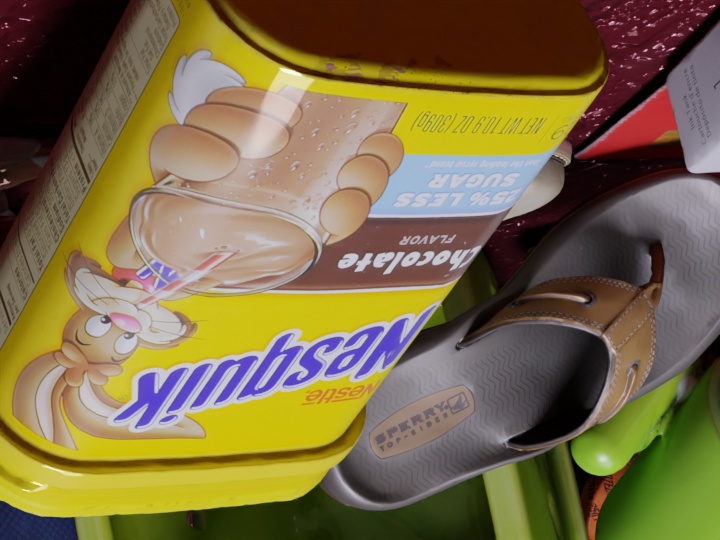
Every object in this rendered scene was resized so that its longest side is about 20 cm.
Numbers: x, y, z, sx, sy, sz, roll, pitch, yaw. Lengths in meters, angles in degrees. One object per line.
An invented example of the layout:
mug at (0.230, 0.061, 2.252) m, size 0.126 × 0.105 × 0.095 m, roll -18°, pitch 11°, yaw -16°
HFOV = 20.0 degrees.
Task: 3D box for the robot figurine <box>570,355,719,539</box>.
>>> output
robot figurine at (0.177, 0.097, 0.863) m, size 0.116 × 0.175 × 0.200 m, roll -42°, pitch 168°, yaw -53°

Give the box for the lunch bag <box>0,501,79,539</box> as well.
lunch bag at (-0.200, 0.132, 0.899) m, size 0.132 × 0.200 × 0.136 m, roll -19°, pitch 165°, yaw 36°

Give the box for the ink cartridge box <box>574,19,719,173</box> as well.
ink cartridge box at (0.207, -0.061, 0.773) m, size 0.200 × 0.045 × 0.176 m, roll -3°, pitch 160°, yaw -20°

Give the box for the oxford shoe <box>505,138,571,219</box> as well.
oxford shoe at (0.000, 0.000, 0.801) m, size 0.200 × 0.074 × 0.071 m, roll -22°, pitch 157°, yaw 34°

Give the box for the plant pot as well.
plant pot at (-0.001, 0.103, 0.932) m, size 0.199 × 0.200 × 0.181 m, roll -16°, pitch 168°, yaw 18°

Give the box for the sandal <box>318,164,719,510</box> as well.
sandal at (0.071, 0.031, 0.790) m, size 0.200 × 0.082 × 0.055 m, roll -27°, pitch -167°, yaw -9°

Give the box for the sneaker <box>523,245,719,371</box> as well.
sneaker at (0.154, 0.035, 0.937) m, size 0.200 × 0.077 × 0.084 m, roll 29°, pitch 130°, yaw -26°

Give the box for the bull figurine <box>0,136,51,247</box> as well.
bull figurine at (-0.136, 0.006, 0.767) m, size 0.121 × 0.065 × 0.200 m, roll -15°, pitch 162°, yaw 4°

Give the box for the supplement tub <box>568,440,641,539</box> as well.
supplement tub at (0.128, 0.124, 1.080) m, size 0.122 × 0.123 × 0.200 m, roll -5°, pitch -178°, yaw -15°

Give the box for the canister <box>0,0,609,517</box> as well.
canister at (-0.031, -0.016, 0.632) m, size 0.148 × 0.087 × 0.200 m, roll 0°, pitch 140°, yaw -35°
